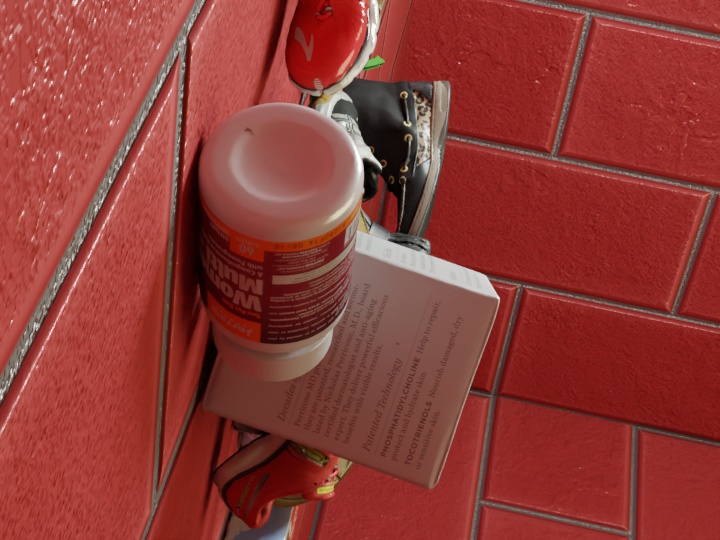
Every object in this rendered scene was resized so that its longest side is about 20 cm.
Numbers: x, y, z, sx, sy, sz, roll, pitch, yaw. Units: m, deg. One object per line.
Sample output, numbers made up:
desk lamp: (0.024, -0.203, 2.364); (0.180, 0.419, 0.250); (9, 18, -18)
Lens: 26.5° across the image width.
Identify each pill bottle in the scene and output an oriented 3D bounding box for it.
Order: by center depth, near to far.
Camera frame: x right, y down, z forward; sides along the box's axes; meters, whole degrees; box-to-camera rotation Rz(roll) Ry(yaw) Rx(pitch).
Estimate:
pill bottle: (-0.058, -0.012, 1.059); (0.201, 0.109, 0.110); (98, 5, -54)

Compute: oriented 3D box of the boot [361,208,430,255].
boot: (-0.001, -0.053, 1.556); (0.079, 0.157, 0.213); (90, 12, -77)

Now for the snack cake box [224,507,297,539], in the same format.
snack cake box: (-0.118, 0.320, 1.697); (0.201, 0.067, 0.115); (-76, 175, -46)

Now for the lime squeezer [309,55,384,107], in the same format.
lime squeezer: (-0.026, -0.175, 1.556); (0.071, 0.038, 0.201); (51, 34, -28)

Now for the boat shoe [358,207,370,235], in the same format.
boat shoe: (0.000, 0.000, 1.394); (0.072, 0.076, 0.201); (-36, 121, -51)

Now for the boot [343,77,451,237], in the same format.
boot: (0.013, -0.122, 1.639); (0.073, 0.149, 0.201); (95, 5, -74)

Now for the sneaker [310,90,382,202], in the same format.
sneaker: (-0.023, -0.088, 1.261); (0.076, 0.087, 0.200); (-53, -176, 22)

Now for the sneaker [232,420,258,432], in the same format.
sneaker: (-0.077, 0.061, 1.419); (0.092, 0.075, 0.201); (-59, 159, -66)

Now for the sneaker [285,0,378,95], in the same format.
sneaker: (-0.025, -0.240, 1.244); (0.085, 0.077, 0.201); (50, 50, -60)

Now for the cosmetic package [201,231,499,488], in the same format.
cosmetic package: (-0.006, 0.058, 1.284); (0.167, 0.199, 0.167); (-70, 179, -84)

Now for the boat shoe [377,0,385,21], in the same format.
boat shoe: (-0.009, -0.255, 1.461); (0.200, 0.075, 0.074); (94, 11, -64)

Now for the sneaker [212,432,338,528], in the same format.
sneaker: (-0.041, 0.169, 1.421); (0.200, 0.085, 0.077); (-36, 174, 14)

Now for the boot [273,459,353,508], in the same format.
boot: (-0.069, 0.181, 1.715); (0.200, 0.155, 0.073); (-41, 119, -27)

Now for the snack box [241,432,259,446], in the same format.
snack box: (-0.069, 0.072, 1.641); (0.200, 0.067, 0.170); (-76, 177, -61)

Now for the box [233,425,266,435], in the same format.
box: (-0.039, 0.074, 1.499); (0.036, 0.142, 0.201); (-72, 174, -77)
